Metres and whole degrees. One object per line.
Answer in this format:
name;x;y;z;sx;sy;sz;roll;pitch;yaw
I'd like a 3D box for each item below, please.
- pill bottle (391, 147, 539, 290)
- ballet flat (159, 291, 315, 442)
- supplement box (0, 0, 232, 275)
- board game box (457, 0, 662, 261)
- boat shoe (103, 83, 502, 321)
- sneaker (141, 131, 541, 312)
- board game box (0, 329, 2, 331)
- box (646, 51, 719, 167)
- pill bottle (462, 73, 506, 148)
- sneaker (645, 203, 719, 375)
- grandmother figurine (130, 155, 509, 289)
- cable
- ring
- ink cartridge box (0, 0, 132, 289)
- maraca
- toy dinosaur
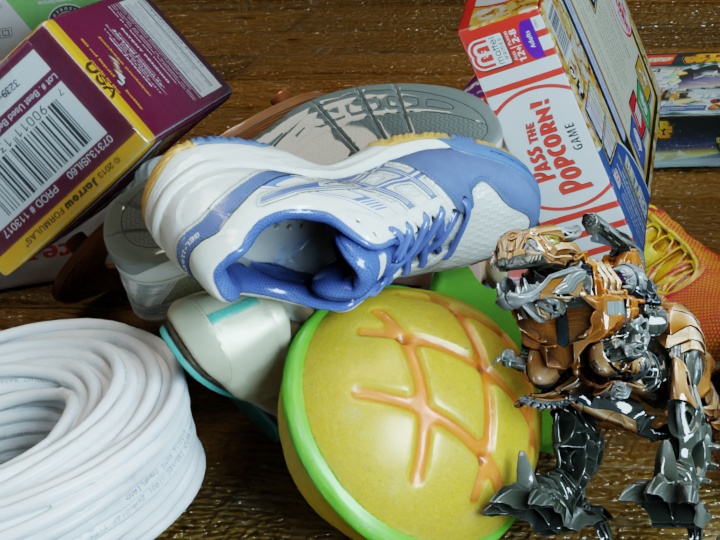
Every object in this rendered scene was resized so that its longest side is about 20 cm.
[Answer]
pill bottle;0.000;0.000;1.440;0.200;0.111;0.111;-9;21;-3
ballet flat;-0.046;0.041;1.306;0.069;0.070;0.200;-5;-10;5
supplement box;-0.155;-0.080;1.434;0.110;0.086;0.200;-40;3;14
board game box;0.111;-0.109;1.402;0.046;0.152;0.200;-16;24;18
boat shoe;-0.025;-0.032;1.305;0.202;0.065;0.074;-23;50;-7
sneaker;0.001;-0.012;1.219;0.200;0.075;0.088;-4;35;-25
board game box;-0.189;0.073;1.434;0.096;0.030;0.200;-24;24;-37
box;0.265;-0.108;1.734;0.200;0.040;0.137;-1;21;17
pill bottle;0.103;-0.071;1.588;0.112;0.113;0.200;-1;22;16
sneaker;0.156;0.006;1.406;0.073;0.077;0.200;-39;22;-4
grandmother figurine;-0.021;-0.025;1.361;0.200;0.121;0.061;7;-6;5
cable;-0.173;0.097;1.263;0.200;0.069;0.200;7;34;42
ring;-0.100;-0.047;1.550;0.200;0.019;0.200;-36;-7;-5
ink cartridge box;-0.209;-0.095;1.632;0.145;0.200;0.084;-9;24;-5
maraca;0.036;0.063;1.257;0.107;0.137;0.200;-33;-2;39
toy dinosaur;0.125;0.052;1.200;0.200;0.136;0.102;23;-27;-27
